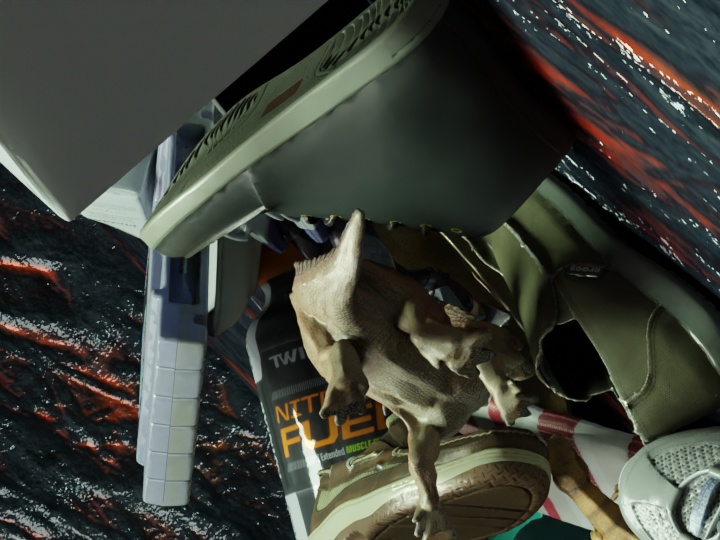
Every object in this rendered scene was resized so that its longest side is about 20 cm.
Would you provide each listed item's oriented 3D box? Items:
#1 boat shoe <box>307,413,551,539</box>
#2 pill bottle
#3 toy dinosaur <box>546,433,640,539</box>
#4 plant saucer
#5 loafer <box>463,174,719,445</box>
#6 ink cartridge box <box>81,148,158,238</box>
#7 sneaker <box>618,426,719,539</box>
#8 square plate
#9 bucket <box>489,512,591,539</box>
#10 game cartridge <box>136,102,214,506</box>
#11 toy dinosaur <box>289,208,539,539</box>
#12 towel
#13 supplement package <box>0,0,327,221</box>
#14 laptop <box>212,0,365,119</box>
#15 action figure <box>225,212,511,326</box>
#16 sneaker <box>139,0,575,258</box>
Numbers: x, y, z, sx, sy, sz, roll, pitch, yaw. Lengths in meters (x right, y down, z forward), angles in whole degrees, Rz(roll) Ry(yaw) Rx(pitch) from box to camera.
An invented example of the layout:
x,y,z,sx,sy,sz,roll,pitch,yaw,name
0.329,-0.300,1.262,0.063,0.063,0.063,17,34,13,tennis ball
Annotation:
x,y,z,sx,sy,sz,roll,pitch,yaw,name
0.028,0.103,1.469,0.075,0.075,0.202,12,156,-29,boat shoe
-0.003,0.074,1.615,0.106,0.106,0.200,117,138,-82,pill bottle
0.170,0.153,1.419,0.200,0.060,0.106,27,166,14,toy dinosaur
0.060,-0.003,1.580,0.200,0.035,0.200,47,172,9,plant saucer
0.098,0.015,1.323,0.200,0.070,0.075,39,167,52,loafer
-0.122,-0.100,1.680,0.057,0.163,0.200,14,169,-1,ink cartridge box
0.178,0.107,1.196,0.082,0.075,0.200,13,-177,-44,sneaker
-0.070,-0.065,1.608,0.028,0.200,0.198,5,180,-5,square plate
0.078,0.173,1.729,0.135,0.207,0.207,36,-179,-33,bucket
-0.101,0.015,1.553,0.200,0.038,0.130,-92,12,-48,game cartridge
0.011,0.030,1.291,0.200,0.086,0.136,49,-174,-43,toy dinosaur
0.131,0.108,1.501,0.200,0.023,0.144,17,160,26,towel
-0.097,-0.139,1.175,0.117,0.200,0.117,54,170,-35,supplement package
-0.079,-0.145,1.406,0.177,0.103,0.200,52,170,-17,laptop
0.000,0.000,1.498,0.200,0.069,0.130,41,158,-25,action figure
-0.006,-0.037,1.273,0.106,0.200,0.075,45,-143,-15,sneaker
